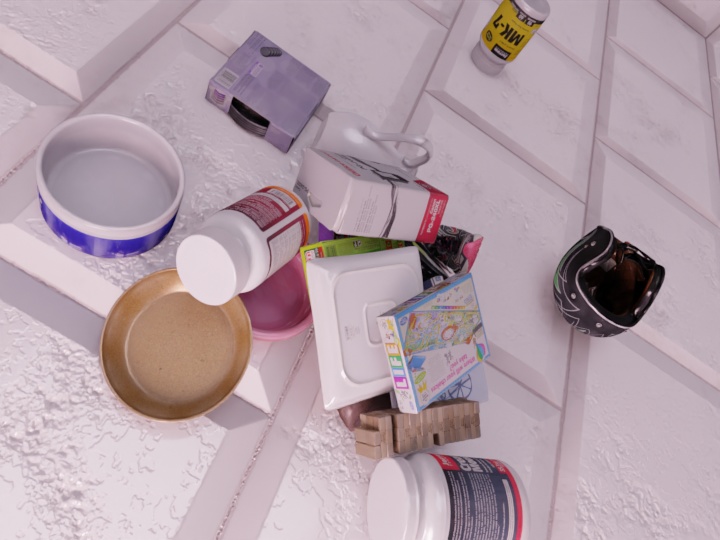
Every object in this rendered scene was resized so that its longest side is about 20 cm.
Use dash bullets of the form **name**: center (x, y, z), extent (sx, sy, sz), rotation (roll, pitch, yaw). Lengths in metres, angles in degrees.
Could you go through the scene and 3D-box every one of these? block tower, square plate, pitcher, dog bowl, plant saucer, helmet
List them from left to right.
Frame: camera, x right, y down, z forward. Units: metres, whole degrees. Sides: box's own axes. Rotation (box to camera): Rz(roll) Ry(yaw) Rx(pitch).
- **dog bowl**: center (-0.360, -0.123, 0.842), extent (0.195, 0.079, 0.205), rotation (14, 56, -21)
- **plant saucer**: center (-0.241, 0.098, 0.773), extent (0.194, 0.036, 0.206), rotation (3, 71, -8)
- **plant saucer**: center (-0.151, 0.018, 0.893), extent (0.195, 0.051, 0.205), rotation (14, 56, -21)
- **pitcher**: center (0.021, -0.219, 1.051), extent (0.196, 0.172, 0.124), rotation (23, 58, -15)
- **square plate**: center (0.024, 0.075, 0.820), extent (0.194, 0.028, 0.207), rotation (-8, 90, -33)
- **block tower**: center (0.088, 0.222, 0.829), extent (0.195, 0.057, 0.056), rotation (-1, 86, -33)
- **helmet**: center (0.475, 0.031, 1.144), extent (0.197, 0.193, 0.200), rotation (31, 12, -8)

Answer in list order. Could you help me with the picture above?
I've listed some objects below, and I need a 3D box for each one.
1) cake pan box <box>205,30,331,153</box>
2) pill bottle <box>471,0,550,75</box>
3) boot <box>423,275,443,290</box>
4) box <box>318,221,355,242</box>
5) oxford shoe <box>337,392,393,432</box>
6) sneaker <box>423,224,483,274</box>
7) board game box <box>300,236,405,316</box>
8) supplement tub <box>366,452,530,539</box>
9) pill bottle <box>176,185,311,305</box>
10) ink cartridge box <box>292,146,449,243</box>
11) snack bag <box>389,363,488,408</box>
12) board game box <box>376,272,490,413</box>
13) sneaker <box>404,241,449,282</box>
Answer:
- **cake pan box**: center (-0.170, -0.339, 1.096), extent (0.181, 0.052, 0.203), rotation (30, 52, -8)
- **pill bottle**: center (0.372, -0.600, 1.456), extent (0.111, 0.201, 0.117), rotation (13, 55, -20)
- **boot**: center (0.128, 0.118, 0.985), extent (0.088, 0.073, 0.205), rotation (-18, 90, 8)
- **box**: center (-0.013, -0.048, 0.982), extent (0.136, 0.038, 0.205), rotation (31, 47, -42)
- **oxford shoe**: center (0.041, 0.179, 0.903), extent (0.197, 0.071, 0.074), rotation (-23, 93, -32)
- **sneaker**: center (0.158, -0.039, 1.031), extent (0.073, 0.200, 0.082), rotation (26, 91, -10)
- **board game box**: center (0.000, 0.000, 0.889), extent (0.197, 0.047, 0.105), rotation (-13, 92, -50)
- **supplement tub**: center (0.120, 0.329, 0.798), extent (0.195, 0.141, 0.144), rotation (12, 56, -22)
- **pill bottle**: center (-0.153, -0.038, 0.787), extent (0.109, 0.110, 0.200), rotation (43, 32, 1)
- **ink cartridge box**: center (0.015, -0.114, 0.892), extent (0.196, 0.085, 0.145), rotation (4, 24, -39)
- **snack bag**: center (0.114, 0.127, 0.899), extent (0.184, 0.021, 0.206), rotation (-9, 90, -31)
- **board game box**: center (0.112, 0.098, 0.838), extent (0.198, 0.034, 0.138), rotation (-22, 100, -45)
- **sneaker**: center (0.123, 0.001, 1.041), extent (0.201, 0.071, 0.083), rotation (51, 28, -7)
